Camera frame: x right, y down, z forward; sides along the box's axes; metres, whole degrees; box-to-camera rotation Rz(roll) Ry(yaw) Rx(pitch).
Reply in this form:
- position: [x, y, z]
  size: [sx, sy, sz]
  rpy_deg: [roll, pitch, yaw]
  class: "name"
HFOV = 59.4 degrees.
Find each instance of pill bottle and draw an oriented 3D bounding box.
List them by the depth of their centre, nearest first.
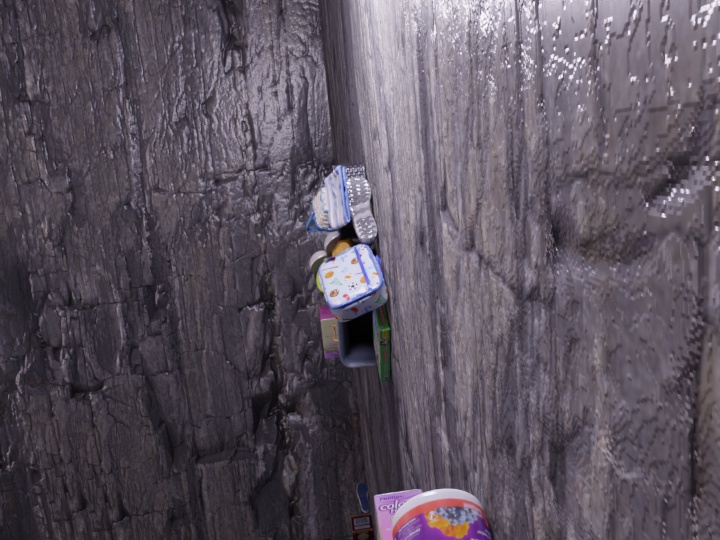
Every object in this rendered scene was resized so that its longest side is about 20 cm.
- position: [0.100, 0.344, 0.651]
  size: [0.202, 0.109, 0.113]
  rpy_deg: [-102, 7, -52]
  class: "pill bottle"

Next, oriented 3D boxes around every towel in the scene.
- position: [-0.061, -0.187, 1.651]
  size: [0.200, 0.023, 0.150]
  rpy_deg: [175, 88, -77]
  class: "towel"

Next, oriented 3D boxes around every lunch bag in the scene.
- position: [-0.016, 0.023, 1.545]
  size: [0.076, 0.158, 0.202]
  rpy_deg: [60, -174, -39]
  class: "lunch bag"

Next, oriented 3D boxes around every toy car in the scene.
- position: [-0.049, -0.007, 1.930]
  size: [0.201, 0.148, 0.176]
  rpy_deg: [-50, 56, 26]
  class: "toy car"

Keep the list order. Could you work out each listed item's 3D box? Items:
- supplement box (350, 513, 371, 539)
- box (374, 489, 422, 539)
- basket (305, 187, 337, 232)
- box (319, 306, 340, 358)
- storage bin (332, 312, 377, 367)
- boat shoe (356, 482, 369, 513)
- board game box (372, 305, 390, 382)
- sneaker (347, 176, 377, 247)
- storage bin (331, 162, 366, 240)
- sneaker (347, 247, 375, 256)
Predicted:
- position: [0.011, 1.554, 3.762]
  size: [0.104, 0.128, 0.203]
  rpy_deg: [-101, 6, -51]
  class: "supplement box"
- position: [0.088, 0.534, 1.129]
  size: [0.200, 0.094, 0.180]
  rpy_deg: [-113, 16, -74]
  class: "box"
- position: [-0.090, -0.191, 2.136]
  size: [0.201, 0.173, 0.142]
  rpy_deg: [118, 143, -64]
  class: "basket"
- position: [-0.077, 0.250, 2.641]
  size: [0.097, 0.172, 0.204]
  rpy_deg: [-104, 8, -59]
  class: "box"
- position: [-0.006, 0.161, 1.836]
  size: [0.135, 0.142, 0.204]
  rpy_deg: [-75, -20, -73]
  class: "storage bin"
- position: [0.017, 1.388, 3.833]
  size: [0.202, 0.071, 0.073]
  rpy_deg: [-101, 5, -50]
  class: "boat shoe"
- position: [0.054, 0.174, 1.651]
  size: [0.136, 0.028, 0.203]
  rpy_deg: [-101, 7, -47]
  class: "board game box"
- position: [-0.004, -0.150, 1.644]
  size: [0.082, 0.073, 0.204]
  rpy_deg: [95, 167, -64]
  class: "sneaker"
- position: [-0.026, -0.194, 1.791]
  size: [0.135, 0.092, 0.205]
  rpy_deg: [166, 98, -86]
  class: "storage bin"
- position: [0.000, 0.000, 1.673]
  size: [0.201, 0.077, 0.077]
  rpy_deg: [-105, 31, -63]
  class: "sneaker"
